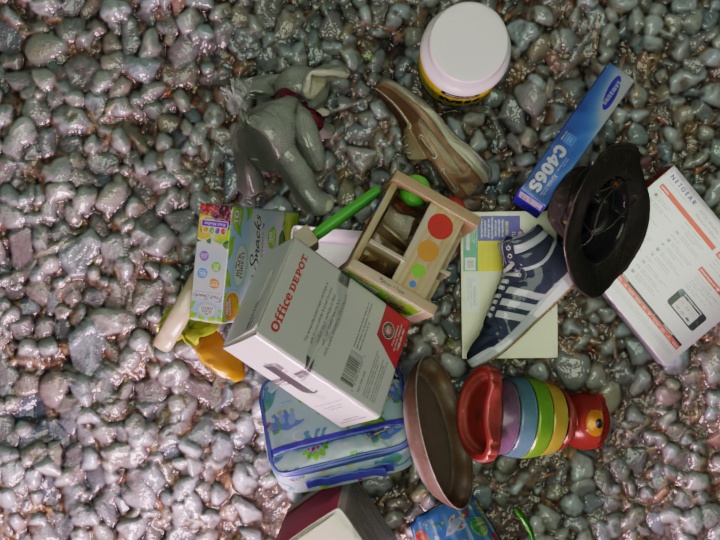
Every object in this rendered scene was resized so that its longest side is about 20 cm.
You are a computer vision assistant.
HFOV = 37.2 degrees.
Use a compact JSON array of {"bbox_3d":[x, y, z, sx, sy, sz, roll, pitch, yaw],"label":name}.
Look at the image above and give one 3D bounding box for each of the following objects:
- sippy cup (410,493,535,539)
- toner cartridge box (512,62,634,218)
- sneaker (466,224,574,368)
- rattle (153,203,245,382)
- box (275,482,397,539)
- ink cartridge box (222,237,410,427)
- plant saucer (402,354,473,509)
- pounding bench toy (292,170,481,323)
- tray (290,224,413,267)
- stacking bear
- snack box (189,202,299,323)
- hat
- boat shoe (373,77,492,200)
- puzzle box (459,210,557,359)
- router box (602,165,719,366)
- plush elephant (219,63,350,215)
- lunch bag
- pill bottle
[{"bbox_3d":[0.133,0.373,1.413,0.176,0.140,0.131,-16,70,-23],"label":"sippy cup"},{"bbox_3d":[0.275,-0.167,1.392,0.043,0.095,0.201,35,87,4],"label":"toner cartridge box"},{"bbox_3d":[0.191,0.029,1.402,0.200,0.070,0.109,-43,91,0],"label":"sneaker"},{"bbox_3d":[-0.178,0.035,1.403,0.142,0.130,0.201,35,101,8],"label":"rattle"},{"bbox_3d":[-0.030,0.358,1.382,0.109,0.200,0.128,-34,91,4],"label":"box"},{"bbox_3d":[-0.051,0.078,1.316,0.200,0.083,0.145,37,54,-24],"label":"ink cartridge box"},{"bbox_3d":[0.098,0.210,1.380,0.032,0.200,0.202,-15,92,19],"label":"plant saucer"},{"bbox_3d":[0.029,-0.052,1.368,0.199,0.124,0.157,29,79,-5],"label":"pounding bench toy"},{"bbox_3d":[0.000,0.000,1.444,0.198,0.022,0.109,5,93,-7],"label":"tray"},{"bbox_3d":[0.237,0.194,1.405,0.198,0.114,0.123,6,80,-18],"label":"stacking bear"},{"bbox_3d":[-0.145,-0.009,1.369,0.052,0.200,0.144,5,92,20],"label":"snack box"},{"bbox_3d":[0.285,-0.069,1.349,0.081,0.200,0.202,19,93,39],"label":"hat"},{"bbox_3d":[0.086,-0.173,1.421,0.200,0.076,0.072,45,95,1],"label":"boat shoe"},{"bbox_3d":[0.201,0.019,1.448,0.132,0.025,0.202,0,92,2],"label":"puzzle box"},{"bbox_3d":[0.409,-0.006,1.429,0.179,0.049,0.200,-40,91,3],"label":"router box"},{"bbox_3d":[-0.090,-0.198,1.398,0.155,0.164,0.201,-45,129,-32],"label":"plush elephant"},{"bbox_3d":[-0.028,0.200,1.400,0.198,0.083,0.162,-12,54,2],"label":"lunch bag"},{"bbox_3d":[0.130,-0.272,1.351,0.113,0.200,0.116,0,92,2],"label":"pill bottle"}]
